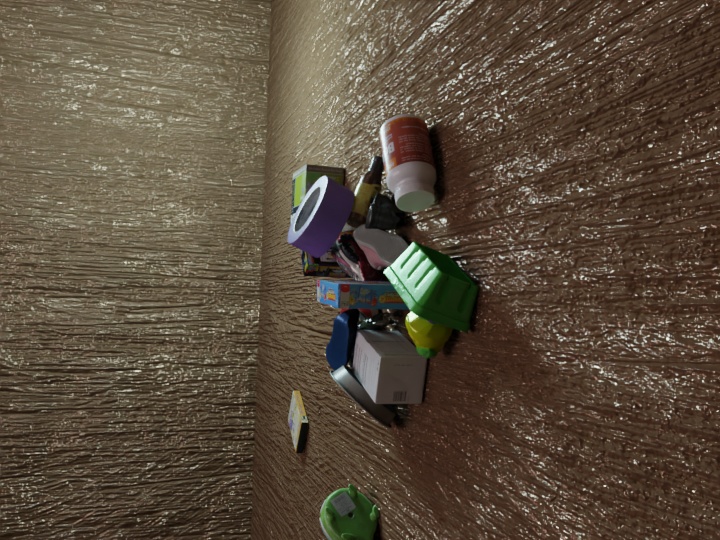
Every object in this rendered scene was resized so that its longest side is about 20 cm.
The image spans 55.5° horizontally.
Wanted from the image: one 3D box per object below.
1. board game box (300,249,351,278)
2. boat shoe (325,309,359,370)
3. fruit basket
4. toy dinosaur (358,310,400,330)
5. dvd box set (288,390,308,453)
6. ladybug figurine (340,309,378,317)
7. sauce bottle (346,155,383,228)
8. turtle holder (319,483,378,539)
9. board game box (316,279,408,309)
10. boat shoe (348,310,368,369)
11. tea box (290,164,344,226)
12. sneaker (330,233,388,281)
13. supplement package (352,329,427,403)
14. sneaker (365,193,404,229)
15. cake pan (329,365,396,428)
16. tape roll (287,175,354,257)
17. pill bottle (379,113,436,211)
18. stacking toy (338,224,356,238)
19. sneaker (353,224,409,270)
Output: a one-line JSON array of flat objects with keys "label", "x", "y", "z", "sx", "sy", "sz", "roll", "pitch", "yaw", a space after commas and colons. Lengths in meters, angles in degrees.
[{"label": "board game box", "x": -0.095, "y": -0.073, "z": 2.030, "sx": 0.057, "sy": 0.165, "sz": 0.200, "roll": 117, "pitch": 151, "yaw": -49}, {"label": "boat shoe", "x": -0.031, "y": 0.176, "z": 1.694, "sx": 0.084, "sy": 0.069, "sz": 0.200, "roll": 40, "pitch": 139, "yaw": 19}, {"label": "fruit basket", "x": 0.131, "y": 0.073, "z": 1.365, "sx": 0.216, "sy": 0.155, "sz": 0.216, "roll": -46, "pitch": 33, "yaw": 42}, {"label": "toy dinosaur", "x": 0.051, "y": 0.122, "z": 1.669, "sx": 0.200, "sy": 0.088, "sz": 0.048, "roll": -25, "pitch": 79, "yaw": 63}, {"label": "dvd box set", "x": -0.239, "y": 0.575, "z": 2.606, "sx": 0.200, "sy": 0.029, "sz": 0.147, "roll": -120, "pitch": 37, "yaw": -61}, {"label": "ladybug figurine", "x": -0.005, "y": 0.129, "z": 1.872, "sx": 0.200, "sy": 0.072, "sz": 0.136, "roll": -173, "pitch": 86, "yaw": -72}, {"label": "sauce bottle", "x": 0.019, "y": -0.206, "z": 1.781, "sx": 0.200, "sy": 0.066, "sz": 0.066, "roll": -70, "pitch": 12, "yaw": -18}, {"label": "turtle holder", "x": -0.020, "y": 0.660, "z": 1.775, "sx": 0.141, "sy": 0.185, "sz": 0.132, "roll": -60, "pitch": -4, "yaw": -42}, {"label": "board game box", "x": 0.016, "y": 0.055, "z": 1.608, "sx": 0.196, "sy": 0.200, "sz": 0.056, "roll": -173, "pitch": 85, "yaw": -73}, {"label": "boat shoe", "x": 0.000, "y": 0.201, "z": 1.766, "sx": 0.075, "sy": 0.068, "sz": 0.200, "roll": -14, "pitch": 93, "yaw": 31}, {"label": "tea box", "x": -0.146, "y": -0.238, "z": 2.270, "sx": 0.200, "sy": 0.133, "sz": 0.197, "roll": 179, "pitch": 93, "yaw": -72}, {"label": "sneaker", "x": 0.000, "y": 0.000, "z": 1.771, "sx": 0.200, "sy": 0.081, "sz": 0.075, "roll": 56, "pitch": 136, "yaw": 13}, {"label": "supplement package", "x": 0.063, "y": 0.218, "z": 1.578, "sx": 0.200, "sy": 0.114, "sz": 0.110, "roll": -140, "pitch": 55, "yaw": -70}, {"label": "sneaker", "x": 0.065, "y": -0.136, "z": 1.692, "sx": 0.200, "sy": 0.091, "sz": 0.076, "roll": -71, "pitch": -5, "yaw": -68}, {"label": "cake pan", "x": 0.011, "y": 0.299, "z": 1.651, "sx": 0.037, "sy": 0.200, "sz": 0.200, "roll": -48, "pitch": 21, "yaw": -1}, {"label": "tape roll", "x": -0.105, "y": -0.140, "z": 1.784, "sx": 0.200, "sy": 0.085, "sz": 0.200, "roll": -49, "pitch": 23, "yaw": 29}, {"label": "pill bottle", "x": 0.107, "y": -0.235, "z": 1.508, "sx": 0.112, "sy": 0.112, "sz": 0.200, "roll": 121, "pitch": 147, "yaw": -56}, {"label": "stacking toy", "x": -0.007, "y": -0.039, "z": 1.862, "sx": 0.146, "sy": 0.146, "sz": 0.200, "roll": -166, "pitch": 64, "yaw": -72}, {"label": "sneaker", "x": 0.069, "y": -0.038, "z": 1.686, "sx": 0.200, "sy": 0.075, "sz": 0.105, "roll": 34, "pitch": 161, "yaw": 45}]
